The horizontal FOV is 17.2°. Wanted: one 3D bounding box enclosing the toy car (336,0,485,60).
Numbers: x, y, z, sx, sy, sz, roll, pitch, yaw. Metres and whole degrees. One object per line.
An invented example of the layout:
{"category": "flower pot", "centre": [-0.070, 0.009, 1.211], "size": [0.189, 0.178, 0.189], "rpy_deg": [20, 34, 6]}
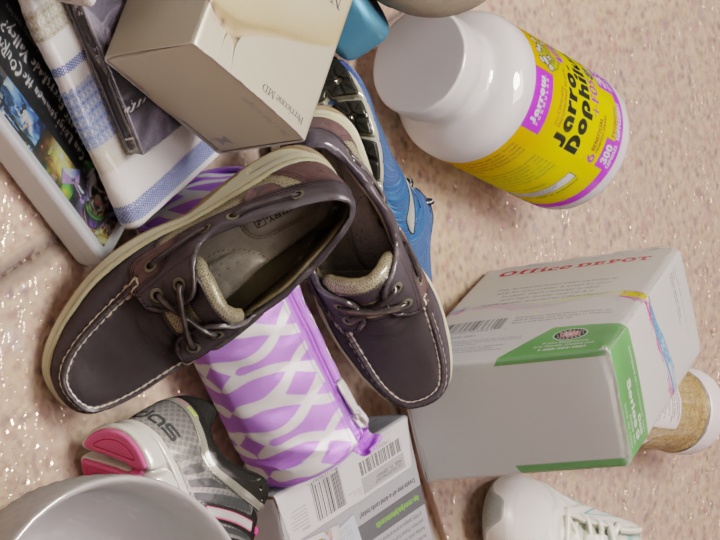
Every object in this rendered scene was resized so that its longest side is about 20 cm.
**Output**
{"category": "toy car", "centre": [0.027, -0.262, 1.514], "size": [0.177, 0.184, 0.200], "rpy_deg": [55, 12, -17]}

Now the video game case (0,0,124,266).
{"category": "video game case", "centre": [-0.164, -0.135, 1.321], "size": [0.200, 0.023, 0.182], "rpy_deg": [56, 44, -36]}

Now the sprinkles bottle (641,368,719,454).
{"category": "sprinkles bottle", "centre": [0.199, 0.101, 1.772], "size": [0.200, 0.068, 0.068], "rpy_deg": [9, 79, -54]}

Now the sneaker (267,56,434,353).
{"category": "sneaker", "centre": [-0.001, -0.042, 1.513], "size": [0.089, 0.078, 0.200], "rpy_deg": [-53, 132, -62]}

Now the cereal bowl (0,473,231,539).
{"category": "cereal bowl", "centre": [-0.149, 0.203, 1.238], "size": [0.200, 0.083, 0.201], "rpy_deg": [2, 88, -48]}

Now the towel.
{"category": "towel", "centre": [-0.131, -0.140, 1.330], "size": [0.147, 0.024, 0.200], "rpy_deg": [-49, 123, -44]}

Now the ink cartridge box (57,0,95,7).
{"category": "ink cartridge box", "centre": [-0.129, -0.246, 1.239], "size": [0.200, 0.037, 0.095], "rpy_deg": [-63, 145, -17]}

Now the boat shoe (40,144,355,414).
{"category": "boat shoe", "centre": [-0.087, 0.008, 1.297], "size": [0.200, 0.065, 0.072], "rpy_deg": [-37, 115, -7]}

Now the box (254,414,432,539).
{"category": "box", "centre": [-0.005, 0.209, 1.491], "size": [0.156, 0.041, 0.201], "rpy_deg": [-28, 108, -53]}

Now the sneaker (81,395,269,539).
{"category": "sneaker", "centre": [-0.083, 0.156, 1.355], "size": [0.087, 0.074, 0.200], "rpy_deg": [-41, 114, -42]}

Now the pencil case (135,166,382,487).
{"category": "pencil case", "centre": [-0.060, 0.035, 1.395], "size": [0.084, 0.085, 0.200], "rpy_deg": [-55, 128, -45]}

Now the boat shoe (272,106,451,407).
{"category": "boat shoe", "centre": [0.000, 0.000, 1.430], "size": [0.065, 0.072, 0.200], "rpy_deg": [-88, 159, -71]}

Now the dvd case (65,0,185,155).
{"category": "dvd case", "centre": [-0.096, -0.175, 1.347], "size": [0.200, 0.016, 0.149], "rpy_deg": [-43, 119, -46]}

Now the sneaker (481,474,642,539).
{"category": "sneaker", "centre": [0.157, 0.191, 1.693], "size": [0.200, 0.080, 0.071], "rpy_deg": [29, 65, -49]}

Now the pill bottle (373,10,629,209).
{"category": "pill bottle", "centre": [0.094, -0.113, 1.616], "size": [0.200, 0.104, 0.105], "rpy_deg": [21, 69, -52]}

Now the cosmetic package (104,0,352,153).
{"category": "cosmetic package", "centre": [-0.057, -0.178, 1.324], "size": [0.103, 0.073, 0.200], "rpy_deg": [38, 58, -41]}

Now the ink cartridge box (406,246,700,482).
{"category": "ink cartridge box", "centre": [0.130, 0.060, 1.581], "size": [0.200, 0.145, 0.088], "rpy_deg": [-47, 126, -61]}
